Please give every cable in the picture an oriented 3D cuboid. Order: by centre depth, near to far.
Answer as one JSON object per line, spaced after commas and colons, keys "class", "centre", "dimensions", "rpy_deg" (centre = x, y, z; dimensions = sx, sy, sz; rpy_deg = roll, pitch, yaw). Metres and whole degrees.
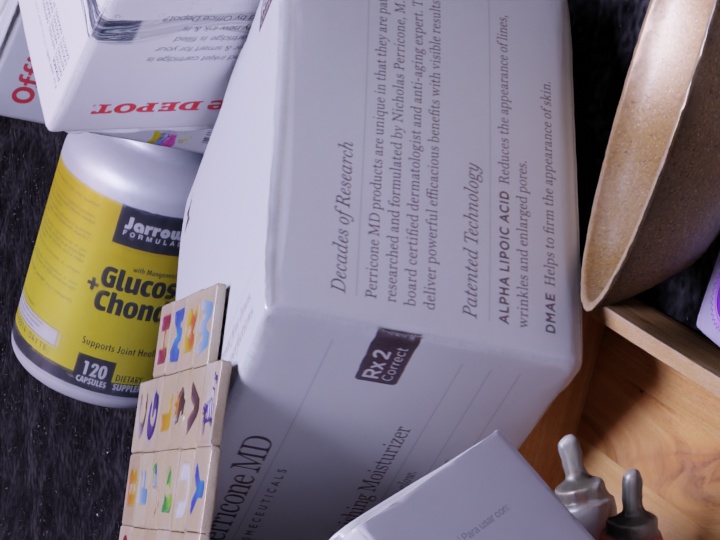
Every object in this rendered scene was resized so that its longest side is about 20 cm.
{"class": "cable", "centre": [0.097, 0.161, 0.842], "dimensions": [0.097, 0.050, 0.201], "rpy_deg": [7, 117, 53]}

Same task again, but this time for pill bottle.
{"class": "pill bottle", "centre": [-0.135, -0.027, 1.388], "dimensions": [0.112, 0.111, 0.201], "rpy_deg": [-122, 46, -57]}

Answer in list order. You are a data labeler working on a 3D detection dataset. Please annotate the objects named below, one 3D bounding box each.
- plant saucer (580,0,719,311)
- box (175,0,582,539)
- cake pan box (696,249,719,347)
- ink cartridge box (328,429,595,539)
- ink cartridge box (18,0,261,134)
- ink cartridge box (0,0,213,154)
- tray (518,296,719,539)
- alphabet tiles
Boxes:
{"class": "plant saucer", "centre": [0.127, -0.077, 0.837], "dimensions": [0.200, 0.035, 0.201], "rpy_deg": [-163, 90, -89]}
{"class": "box", "centre": [0.000, 0.000, 0.990], "dimensions": [0.199, 0.130, 0.201], "rpy_deg": [117, 160, -52]}
{"class": "cake pan box", "centre": [0.191, -0.028, 0.721], "dimensions": [0.184, 0.052, 0.201], "rpy_deg": [-127, 51, -62]}
{"class": "ink cartridge box", "centre": [0.056, 0.177, 0.789], "dimensions": [0.200, 0.084, 0.146], "rpy_deg": [50, 138, 12]}
{"class": "ink cartridge box", "centre": [-0.056, -0.150, 1.024], "dimensions": [0.200, 0.144, 0.085], "rpy_deg": [-54, 47, 52]}
{"class": "ink cartridge box", "centre": [-0.094, -0.141, 1.225], "dimensions": [0.145, 0.199, 0.085], "rpy_deg": [123, 146, -43]}
{"class": "tray", "centre": [0.117, 0.077, 0.870], "dimensions": [0.200, 0.037, 0.099], "rpy_deg": [-144, 65, -63]}
{"class": "alphabet tiles", "centre": [-0.082, 0.093, 0.968], "dimensions": [0.200, 0.006, 0.167], "rpy_deg": [160, 117, -75]}
